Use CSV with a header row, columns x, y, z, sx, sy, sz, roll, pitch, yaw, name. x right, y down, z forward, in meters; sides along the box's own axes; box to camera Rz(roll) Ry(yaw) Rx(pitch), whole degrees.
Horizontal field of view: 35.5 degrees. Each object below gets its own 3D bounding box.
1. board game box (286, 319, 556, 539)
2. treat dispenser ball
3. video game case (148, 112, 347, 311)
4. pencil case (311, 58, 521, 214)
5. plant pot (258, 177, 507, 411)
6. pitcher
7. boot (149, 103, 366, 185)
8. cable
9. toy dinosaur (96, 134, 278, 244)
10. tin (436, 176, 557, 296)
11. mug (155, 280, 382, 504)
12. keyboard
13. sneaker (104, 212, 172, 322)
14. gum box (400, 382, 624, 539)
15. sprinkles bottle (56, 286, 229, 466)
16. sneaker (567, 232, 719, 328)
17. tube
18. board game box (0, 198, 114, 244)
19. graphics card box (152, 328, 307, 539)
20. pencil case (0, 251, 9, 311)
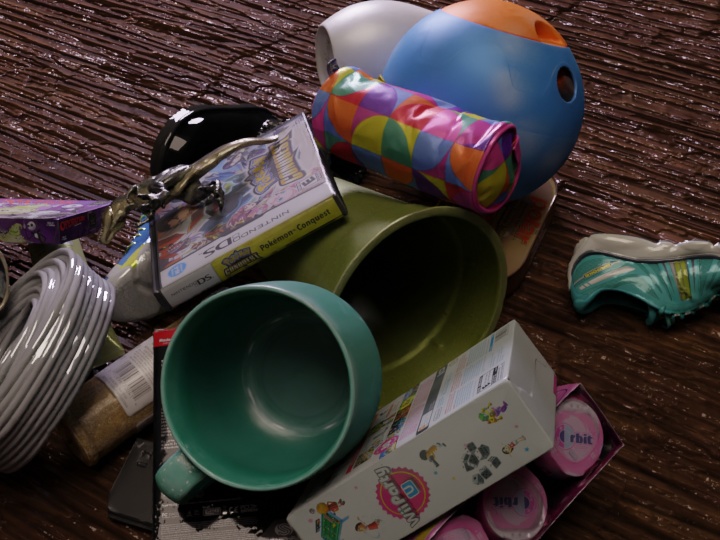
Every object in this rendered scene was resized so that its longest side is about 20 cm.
x,y,z,sx,sy,sz,roll,pitch,yaw,name
0.052,0.135,0.868,0.200,0.064,0.148,-35,5,17,board game box
0.118,-0.163,1.103,0.200,0.201,0.201,-3,47,3,treat dispenser ball
-0.112,-0.061,1.042,0.180,0.026,0.200,-28,31,4,video game case
0.047,-0.120,0.986,0.200,0.088,0.088,29,56,31,pencil case
0.000,0.000,1.042,0.200,0.200,0.190,-29,38,-20,plant pot
0.046,-0.262,1.322,0.200,0.121,0.172,-9,26,-17,pitcher
-0.100,-0.121,1.179,0.158,0.080,0.211,23,29,25,boot
-0.292,0.079,0.989,0.200,0.069,0.200,-42,28,22,cable
-0.166,-0.077,1.046,0.200,0.048,0.088,-26,24,2,toy dinosaur
0.132,-0.045,1.152,0.112,0.042,0.200,14,49,23,tin
-0.075,0.087,0.869,0.185,0.114,0.152,-13,88,17,mug
-0.111,0.184,0.976,0.200,0.021,0.127,13,56,16,keyboard
-0.204,-0.021,1.150,0.105,0.076,0.200,22,45,39,sneaker
0.098,0.179,0.885,0.200,0.113,0.066,-40,96,-27,gum box
-0.185,0.094,1.033,0.200,0.068,0.068,-35,53,-24,sprinkles bottle
0.297,0.018,1.067,0.200,0.078,0.080,4,67,16,sneaker
-0.293,0.026,1.126,0.052,0.058,0.200,12,37,-39,tube
-0.350,-0.050,1.102,0.200,0.032,0.120,2,8,16,board game box
-0.109,0.143,0.942,0.125,0.051,0.200,-6,61,-1,graphics card box
-0.399,0.017,1.060,0.078,0.090,0.200,7,-7,-36,pencil case
